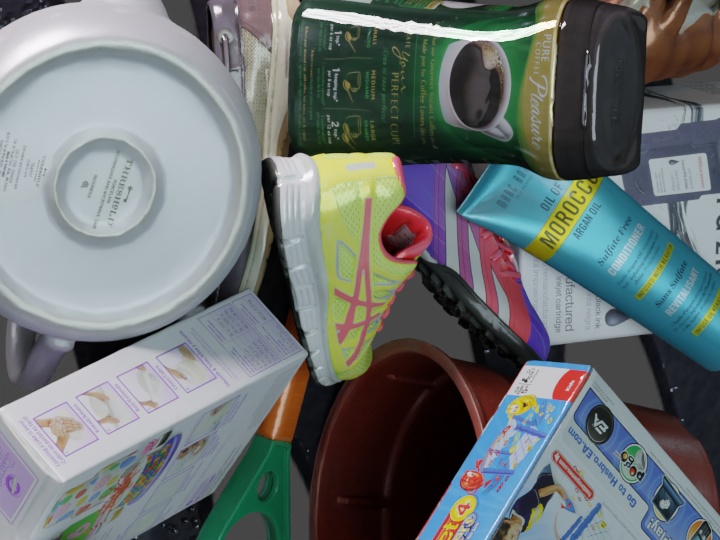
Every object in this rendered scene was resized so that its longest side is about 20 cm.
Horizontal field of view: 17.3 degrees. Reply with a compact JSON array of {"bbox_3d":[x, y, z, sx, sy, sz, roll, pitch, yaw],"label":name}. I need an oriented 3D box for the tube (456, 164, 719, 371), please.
[{"bbox_3d":[0.153,-0.013,1.422,0.200,0.050,0.078,35,79,-19],"label":"tube"}]

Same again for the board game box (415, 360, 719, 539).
[{"bbox_3d":[0.116,0.188,1.322,0.200,0.056,0.196,48,64,-30],"label":"board game box"}]

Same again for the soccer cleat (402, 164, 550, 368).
[{"bbox_3d":[0.056,-0.028,1.419,0.073,0.068,0.200,-40,80,-6],"label":"soccer cleat"}]

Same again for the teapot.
[{"bbox_3d":[-0.155,-0.058,1.323,0.200,0.146,0.198,-33,111,-6],"label":"teapot"}]

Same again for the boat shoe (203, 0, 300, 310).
[{"bbox_3d":[-0.077,-0.065,1.399,0.065,0.072,0.201,8,103,-8],"label":"boat shoe"}]

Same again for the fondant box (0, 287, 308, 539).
[{"bbox_3d":[-0.137,0.103,1.325,0.058,0.144,0.200,47,42,14],"label":"fondant box"}]

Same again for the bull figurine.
[{"bbox_3d":[0.181,-0.153,1.433,0.065,0.200,0.122,40,118,15],"label":"bull figurine"}]

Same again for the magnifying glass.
[{"bbox_3d":[-0.060,0.123,1.455,0.080,0.022,0.201,17,90,-55],"label":"magnifying glass"}]

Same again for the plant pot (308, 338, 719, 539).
[{"bbox_3d":[0.101,0.151,1.455,0.195,0.201,0.202,7,98,-31],"label":"plant pot"}]

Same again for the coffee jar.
[{"bbox_3d":[0.063,-0.105,1.336,0.199,0.085,0.105,5,96,22],"label":"coffee jar"}]

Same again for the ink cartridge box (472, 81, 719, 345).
[{"bbox_3d":[0.174,-0.038,1.492,0.199,0.084,0.145,-6,104,-21],"label":"ink cartridge box"}]

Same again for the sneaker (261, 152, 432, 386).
[{"bbox_3d":[0.000,0.000,1.366,0.090,0.078,0.200,-14,149,-3],"label":"sneaker"}]
